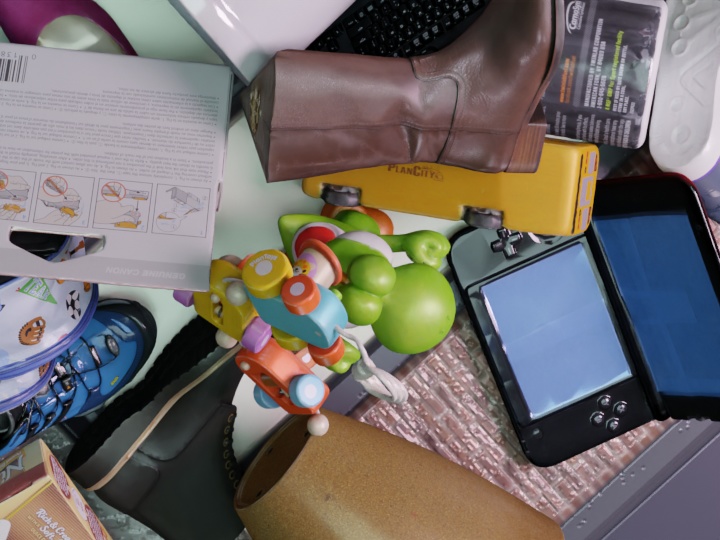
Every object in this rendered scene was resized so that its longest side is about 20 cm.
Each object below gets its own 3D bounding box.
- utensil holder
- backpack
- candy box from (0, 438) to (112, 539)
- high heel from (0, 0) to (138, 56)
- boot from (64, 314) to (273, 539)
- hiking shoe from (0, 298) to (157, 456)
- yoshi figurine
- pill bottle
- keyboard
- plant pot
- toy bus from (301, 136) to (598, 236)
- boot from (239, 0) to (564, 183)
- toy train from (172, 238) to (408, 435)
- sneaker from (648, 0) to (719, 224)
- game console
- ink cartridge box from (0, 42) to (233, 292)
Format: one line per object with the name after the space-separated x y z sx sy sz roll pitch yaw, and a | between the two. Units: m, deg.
-0.053 -0.247 1.149 0.200 0.170 0.170 -44 104 -1 | utensil holder
-0.272 0.014 1.159 0.189 0.201 0.155 -17 129 3 | backpack
-0.229 0.233 1.253 0.115 0.055 0.201 -30 119 -2 | candy box
-0.180 -0.130 1.188 0.067 0.096 0.200 -39 105 1 | high heel
-0.100 0.118 1.272 0.200 0.078 0.138 -42 111 12 | boot
-0.231 0.091 1.231 0.199 0.087 0.075 -31 105 -1 | hiking shoe
0.009 0.012 1.194 0.111 0.200 0.113 -11 102 -7 | yoshi figurine
0.109 -0.153 1.211 0.198 0.106 0.107 11 100 8 | pill bottle
0.025 -0.155 1.161 0.199 0.040 0.105 -32 75 26 | keyboard
0.013 0.193 1.240 0.200 0.186 0.187 41 93 -13 | plant pot
0.062 -0.071 1.223 0.198 0.078 0.066 10 100 19 | toy bus
0.024 -0.137 1.096 0.198 0.064 0.188 1 121 -6 | boot
-0.038 0.038 1.110 0.150 0.200 0.056 43 67 -15 | toy train
0.285 -0.130 1.283 0.146 0.080 0.202 31 68 -43 | sneaker
0.180 0.043 1.269 0.171 0.119 0.201 -23 104 -4 | game console
-0.187 -0.061 1.111 0.198 0.045 0.178 5 60 -4 | ink cartridge box
